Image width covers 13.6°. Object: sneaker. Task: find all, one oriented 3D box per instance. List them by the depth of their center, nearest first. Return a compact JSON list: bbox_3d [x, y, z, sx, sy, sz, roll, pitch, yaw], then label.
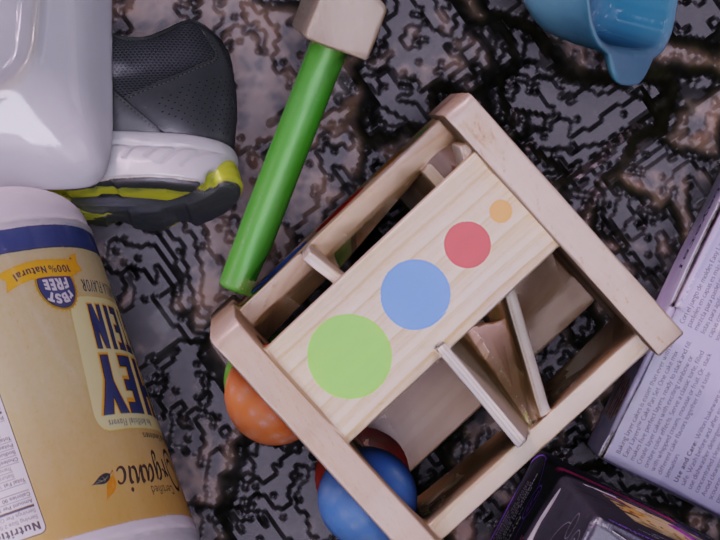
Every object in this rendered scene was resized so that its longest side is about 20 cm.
[{"bbox_3d":[-0.143,-0.066,1.238,0.199,0.075,0.085,6,69,2],"label":"sneaker"}]

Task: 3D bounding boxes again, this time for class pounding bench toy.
[{"bbox_3d":[0.000,0.000,1.212,0.156,0.124,0.200,-42,94,1],"label":"pounding bench toy"}]

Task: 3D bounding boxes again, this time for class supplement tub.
[{"bbox_3d":[-0.145,0.083,1.173,0.144,0.144,0.201,-20,79,-1],"label":"supplement tub"}]

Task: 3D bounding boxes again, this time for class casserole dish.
[{"bbox_3d":[0.098,-0.176,1.216,0.039,0.121,0.201,4,94,24],"label":"casserole dish"}]

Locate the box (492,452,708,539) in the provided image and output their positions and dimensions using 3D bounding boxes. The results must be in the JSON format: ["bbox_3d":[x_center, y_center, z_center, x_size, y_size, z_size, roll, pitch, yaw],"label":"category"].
[{"bbox_3d":[0.098,0.157,1.181,0.106,0.200,0.123,27,93,-3],"label":"box"}]

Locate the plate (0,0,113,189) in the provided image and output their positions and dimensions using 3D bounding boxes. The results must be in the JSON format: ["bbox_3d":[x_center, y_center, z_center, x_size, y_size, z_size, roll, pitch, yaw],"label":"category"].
[{"bbox_3d":[-0.197,-0.130,1.204,0.199,0.032,0.201,1,69,-2],"label":"plate"}]

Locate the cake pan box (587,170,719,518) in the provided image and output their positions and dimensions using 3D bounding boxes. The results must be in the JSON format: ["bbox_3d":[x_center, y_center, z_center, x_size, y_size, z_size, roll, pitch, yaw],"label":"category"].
[{"bbox_3d":[0.218,0.028,1.261,0.184,0.052,0.201,24,92,-6],"label":"cake pan box"}]
